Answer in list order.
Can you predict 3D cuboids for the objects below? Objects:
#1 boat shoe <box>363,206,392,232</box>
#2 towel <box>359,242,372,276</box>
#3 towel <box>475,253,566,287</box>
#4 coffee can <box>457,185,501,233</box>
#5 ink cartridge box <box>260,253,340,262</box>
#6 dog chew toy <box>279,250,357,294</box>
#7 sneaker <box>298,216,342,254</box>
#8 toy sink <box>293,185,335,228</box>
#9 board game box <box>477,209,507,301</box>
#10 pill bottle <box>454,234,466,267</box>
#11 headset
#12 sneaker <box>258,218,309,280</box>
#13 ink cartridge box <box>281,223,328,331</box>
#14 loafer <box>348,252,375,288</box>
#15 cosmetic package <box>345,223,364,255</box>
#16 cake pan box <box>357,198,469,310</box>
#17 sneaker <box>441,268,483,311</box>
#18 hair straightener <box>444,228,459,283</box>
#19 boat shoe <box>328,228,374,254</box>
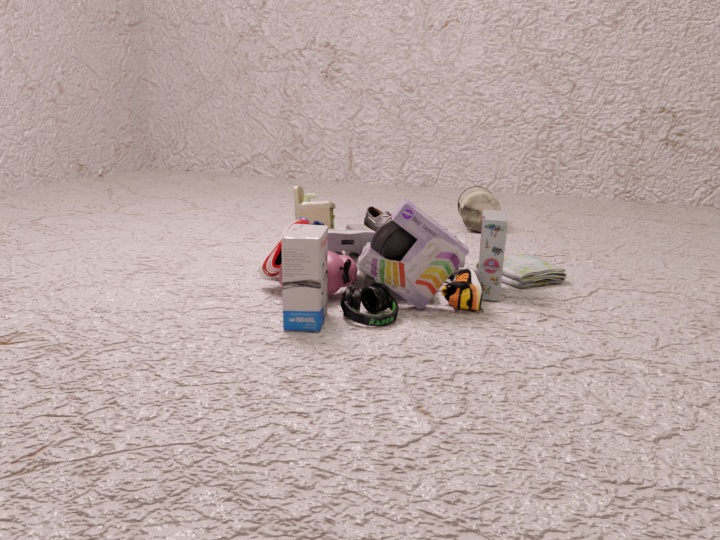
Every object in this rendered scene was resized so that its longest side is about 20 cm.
[{"bbox_3d":[0.067,-0.128,1.881,0.071,0.068,0.200,4,15,-29],"label":"boat shoe"},{"bbox_3d":[0.093,0.001,1.710,0.199,0.048,0.171,24,18,-2],"label":"towel"},{"bbox_3d":[0.445,-0.003,1.890,0.170,0.049,0.200,-5,16,-26],"label":"towel"},{"bbox_3d":[0.444,-0.231,2.565,0.145,0.148,0.200,2,15,3],"label":"coffee can"},{"bbox_3d":[-0.155,-0.012,1.802,0.199,0.051,0.109,11,35,35],"label":"ink cartridge box"},{"bbox_3d":[-0.094,0.007,1.644,0.199,0.126,0.124,-6,16,-35],"label":"dog chew toy"},{"bbox_3d":[-0.109,-0.089,1.880,0.077,0.086,0.199,10,-11,39],"label":"sneaker"},{"bbox_3d":[-0.131,-0.153,2.044,0.111,0.202,0.130,-4,3,3],"label":"toy sink"},{"bbox_3d":[0.328,-0.041,1.714,0.064,0.202,0.148,4,14,10],"label":"board game box"},{"bbox_3d":[0.196,-0.058,1.929,0.198,0.121,0.120,3,15,6],"label":"pill bottle"},{"bbox_3d":[0.008,0.053,1.536,0.122,0.095,0.200,-5,28,-27],"label":"headset"},{"bbox_3d":[-0.167,-0.063,1.717,0.115,0.078,0.201,-26,29,56],"label":"sneaker"},{"bbox_3d":[-0.117,0.012,1.465,0.083,0.202,0.146,2,15,4],"label":"ink cartridge box"},{"bbox_3d":[0.000,0.000,1.802,0.069,0.071,0.200,5,22,-8],"label":"loafer"},{"bbox_3d":[0.018,-0.066,1.970,0.089,0.108,0.200,-2,13,-18],"label":"cosmetic package"},{"bbox_3d":[0.117,-0.037,1.562,0.199,0.185,0.052,37,12,-12],"label":"cake pan box"},{"bbox_3d":[0.236,0.041,1.652,0.089,0.071,0.200,4,16,-3],"label":"sneaker"},{"bbox_3d":[0.238,-0.022,1.797,0.077,0.041,0.201,34,38,-23],"label":"hair straightener"},{"bbox_3d":[-0.025,-0.079,1.807,0.198,0.072,0.070,1,20,-22],"label":"boat shoe"}]
